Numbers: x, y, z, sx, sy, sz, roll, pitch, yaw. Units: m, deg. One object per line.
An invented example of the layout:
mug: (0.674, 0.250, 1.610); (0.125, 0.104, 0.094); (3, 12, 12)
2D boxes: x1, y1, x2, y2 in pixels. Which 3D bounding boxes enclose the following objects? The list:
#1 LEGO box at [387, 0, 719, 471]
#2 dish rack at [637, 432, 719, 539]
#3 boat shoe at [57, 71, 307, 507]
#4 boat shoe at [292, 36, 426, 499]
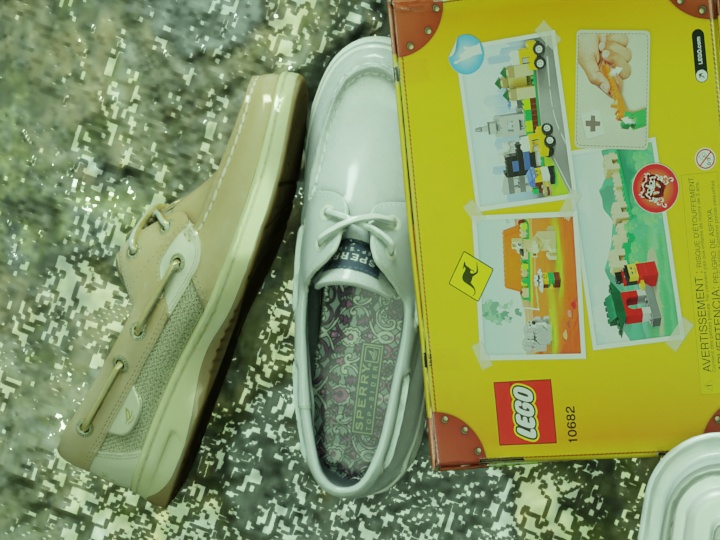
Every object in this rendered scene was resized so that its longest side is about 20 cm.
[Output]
LEGO box: (0.100, -0.022, 1.103); (0.148, 0.077, 0.202); (-4, 93, 28)
dish rack: (0.200, 0.160, 1.027); (0.198, 0.044, 0.173); (8, 100, 6)
boat shoe: (-0.078, 0.002, 1.159); (0.065, 0.072, 0.201); (22, 103, 4)
boat shoe: (0.000, 0.000, 1.147); (0.071, 0.069, 0.202); (10, 96, 7)
